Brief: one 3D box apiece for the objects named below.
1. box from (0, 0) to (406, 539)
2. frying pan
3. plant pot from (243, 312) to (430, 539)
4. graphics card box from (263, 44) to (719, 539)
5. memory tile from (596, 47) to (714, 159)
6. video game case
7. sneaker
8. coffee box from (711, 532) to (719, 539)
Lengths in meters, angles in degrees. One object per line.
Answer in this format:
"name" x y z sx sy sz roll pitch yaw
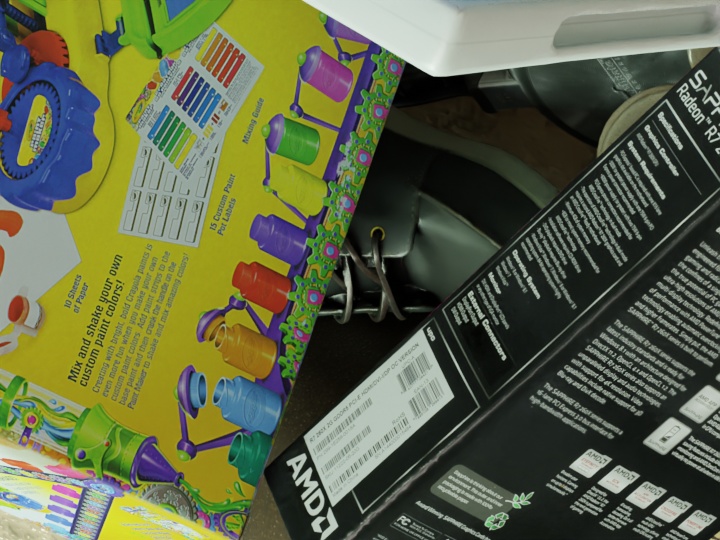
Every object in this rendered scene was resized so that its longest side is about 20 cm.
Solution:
"box" -0.110 -0.040 0.790 0.192 0.201 0.122 28 162 -25
"frying pan" 0.063 -0.081 0.884 0.189 0.031 0.115 8 142 22
"plant pot" 0.006 0.094 0.939 0.187 0.187 0.200 42 175 -23
"graphics card box" 0.082 0.035 0.764 0.200 0.051 0.125 -45 135 17
"memory tile" 0.156 -0.028 0.799 0.153 0.017 0.200 32 110 -7
"video game case" 0.004 -0.111 0.710 0.200 0.181 0.023 33 116 30
"sneaker" 0.000 0.000 0.902 0.200 0.106 0.075 31 149 39
"coffee box" 0.150 0.063 0.945 0.112 0.080 0.200 13 147 2
